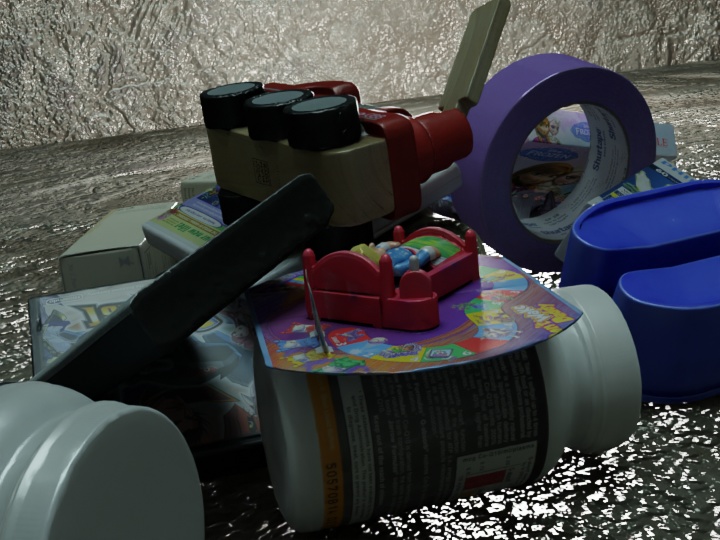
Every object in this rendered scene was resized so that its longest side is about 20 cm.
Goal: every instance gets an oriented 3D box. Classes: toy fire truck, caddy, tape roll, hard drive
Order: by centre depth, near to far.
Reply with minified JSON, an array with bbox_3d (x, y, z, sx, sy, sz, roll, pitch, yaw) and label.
[{"bbox_3d":[-0.113,0.025,0.581,0.139,0.033,0.199,-41,7,-40],"label":"hard drive"},{"bbox_3d":[0.008,-0.109,0.710,0.199,0.130,0.175,-21,24,-30],"label":"toy fire truck"},{"bbox_3d":[0.229,0.019,0.713,0.198,0.106,0.142,-12,38,-14],"label":"caddy"},{"bbox_3d":[0.185,-0.103,0.982,0.198,0.202,0.066,-12,27,-22],"label":"tape roll"}]

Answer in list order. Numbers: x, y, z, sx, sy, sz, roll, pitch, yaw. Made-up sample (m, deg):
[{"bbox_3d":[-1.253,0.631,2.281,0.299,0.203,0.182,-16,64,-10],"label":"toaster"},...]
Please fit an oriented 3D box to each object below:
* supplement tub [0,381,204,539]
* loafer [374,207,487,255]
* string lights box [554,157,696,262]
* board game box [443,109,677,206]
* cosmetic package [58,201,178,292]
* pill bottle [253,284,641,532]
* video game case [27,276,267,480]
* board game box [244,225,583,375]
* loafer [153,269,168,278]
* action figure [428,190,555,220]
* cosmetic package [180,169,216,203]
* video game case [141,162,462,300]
[{"bbox_3d":[-0.182,0.117,0.432,0.198,0.142,0.140,-1,15,19],"label":"supplement tub"},{"bbox_3d":[0.043,0.001,0.718,0.075,0.069,0.200,-25,28,-5],"label":"loafer"},{"bbox_3d":[0.260,-0.030,0.891,0.102,0.059,0.199,38,33,18],"label":"string lights box"},{"bbox_3d":[0.208,-0.118,1.133,0.198,0.042,0.199,2,-15,-26],"label":"board game box"},{"bbox_3d":[-0.209,0.007,0.939,0.072,0.105,0.200,-7,13,1],"label":"cosmetic package"},{"bbox_3d":[0.046,0.070,0.570,0.198,0.118,0.116,-8,15,-14],"label":"pill bottle"},{"bbox_3d":[-0.117,0.065,0.687,0.198,0.026,0.181,-9,40,-15],"label":"video game case"},{"bbox_3d":[0.020,0.000,0.531,0.156,0.039,0.200,-8,16,-9],"label":"board game box"},{"bbox_3d":[-0.137,0.058,0.796,0.070,0.074,0.200,-2,25,5],"label":"loafer"},{"bbox_3d":[0.104,-0.061,1.095,0.198,0.070,0.130,4,-22,-3],"label":"action figure"},{"bbox_3d":[-0.100,-0.059,1.148,0.198,0.106,0.071,1,18,31],"label":"cosmetic package"},{"bbox_3d":[-0.050,-0.048,0.774,0.181,0.022,0.199,-31,29,-23],"label":"video game case"}]
